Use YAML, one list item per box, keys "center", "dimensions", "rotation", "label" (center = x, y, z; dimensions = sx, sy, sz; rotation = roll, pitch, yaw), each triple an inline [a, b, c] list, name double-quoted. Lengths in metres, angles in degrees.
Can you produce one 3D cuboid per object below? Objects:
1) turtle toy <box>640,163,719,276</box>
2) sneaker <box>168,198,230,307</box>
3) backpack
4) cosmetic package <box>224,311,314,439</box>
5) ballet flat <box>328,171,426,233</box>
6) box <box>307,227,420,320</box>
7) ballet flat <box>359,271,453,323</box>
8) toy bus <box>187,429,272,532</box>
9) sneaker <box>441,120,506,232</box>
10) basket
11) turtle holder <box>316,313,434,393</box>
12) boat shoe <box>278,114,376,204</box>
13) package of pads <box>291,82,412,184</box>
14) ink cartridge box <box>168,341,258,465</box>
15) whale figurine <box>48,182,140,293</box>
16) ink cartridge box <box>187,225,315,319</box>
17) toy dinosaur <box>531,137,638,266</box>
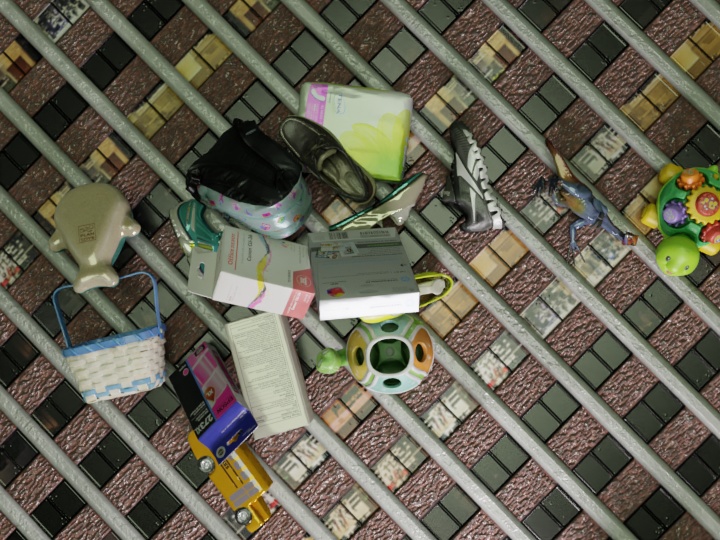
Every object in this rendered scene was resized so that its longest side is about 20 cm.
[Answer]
- center: [0.550, -0.084, 1.293]
  dimensions: [0.145, 0.101, 0.202]
  rotation: [25, 90, 4]
  label: "turtle toy"
- center: [-0.264, -0.032, 1.355]
  dimensions: [0.079, 0.078, 0.202]
  rotation: [-25, 87, -6]
  label: "sneaker"
- center: [-0.172, -0.145, 1.302]
  dimensions: [0.199, 0.127, 0.168]
  rotation: [27, 71, 29]
  label: "backpack"
- center: [-0.154, 0.173, 1.335]
  dimensions: [0.102, 0.087, 0.202]
  rotation: [-14, 87, 2]
  label: "cosmetic package"
- center: [0.039, -0.094, 1.345]
  dimensions: [0.199, 0.069, 0.070]
  rotation: [-31, 87, 8]
  label: "ballet flat"
- center: [0.000, 0.000, 1.243]
  dimensions: [0.154, 0.201, 0.042]
  rotation: [-5, 122, -8]
  label: "box"
- center: [0.079, 0.038, 1.279]
  dimensions: [0.067, 0.199, 0.068]
  rotation: [-6, 97, 47]
  label: "ballet flat"
- center: [-0.218, 0.346, 1.346]
  dimensions: [0.078, 0.065, 0.201]
  rotation: [-37, 86, 0]
  label: "toy bus"
- center: [0.176, -0.155, 1.334]
  dimensions: [0.090, 0.066, 0.202]
  rotation: [-19, 90, 0]
  label: "sneaker"
- center: [-0.421, 0.112, 1.324]
  dimensions: [0.174, 0.139, 0.202]
  rotation: [-9, 96, 2]
  label: "basket"
- center: [0.032, 0.131, 1.303]
  dimensions: [0.184, 0.132, 0.142]
  rotation: [22, 91, 3]
  label: "turtle holder"
- center: [-0.055, -0.187, 1.283]
  dimensions: [0.199, 0.065, 0.073]
  rotation: [38, 96, 2]
  label: "boat shoe"
- center: [-0.014, -0.240, 1.347]
  dimensions: [0.198, 0.068, 0.156]
  rotation: [8, 90, 3]
  label: "package of pads"
- center: [-0.250, 0.219, 1.309]
  dimensions: [0.095, 0.037, 0.200]
  rotation: [-44, 51, 5]
  label: "ink cartridge box"
- center: [-0.448, -0.049, 1.331]
  dimensions: [0.157, 0.104, 0.202]
  rotation: [-13, 65, -3]
  label: "whale figurine"
- center: [-0.179, -0.002, 1.291]
  dimensions: [0.198, 0.117, 0.068]
  rotation: [13, 131, -17]
  label: "ink cartridge box"
- center: [0.392, -0.114, 1.315]
  dimensions: [0.180, 0.105, 0.202]
  rotation: [18, 77, -17]
  label: "toy dinosaur"
